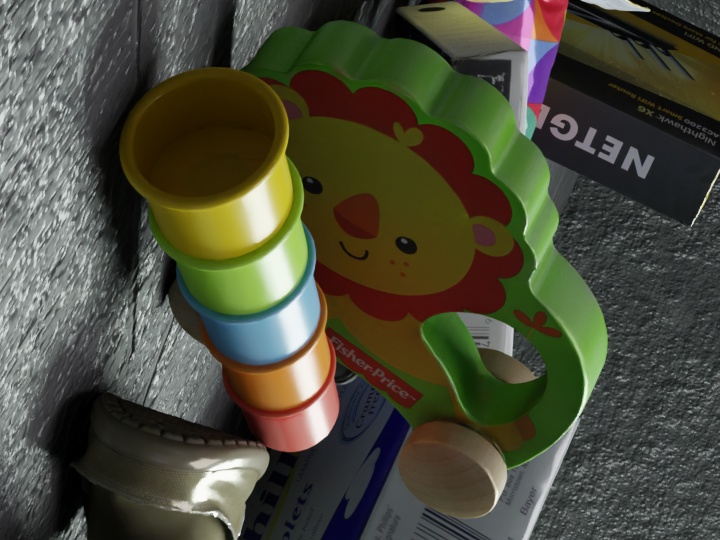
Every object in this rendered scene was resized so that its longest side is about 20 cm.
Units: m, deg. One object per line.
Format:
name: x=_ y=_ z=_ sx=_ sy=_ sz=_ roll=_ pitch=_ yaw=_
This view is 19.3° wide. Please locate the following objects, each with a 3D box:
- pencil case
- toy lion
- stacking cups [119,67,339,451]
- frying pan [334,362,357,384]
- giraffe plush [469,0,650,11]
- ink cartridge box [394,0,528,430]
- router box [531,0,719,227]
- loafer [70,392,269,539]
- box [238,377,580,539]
pencil case: x=0.074 y=-0.141 z=1.176 sx=0.088 sy=0.088 sz=0.202 roll=-31 pitch=136 yaw=-77
toy lion: x=0.019 y=-0.007 z=0.868 sx=0.192 sy=0.199 sz=0.069 roll=-46 pitch=-170 yaw=51
stacking cups: x=-0.042 y=0.010 z=0.801 sx=0.201 sy=0.060 sz=0.061 roll=79 pitch=33 yaw=-54
frying pan: x=-0.004 y=0.015 z=1.014 sx=0.190 sy=0.031 sz=0.116 roll=-127 pitch=-137 yaw=-56
giraffe plush: x=0.105 y=-0.223 z=1.041 sx=0.200 sy=0.171 sz=0.164 roll=9 pitch=83 yaw=-72
ink cartridge box: x=0.040 y=-0.028 z=1.055 sx=0.200 sy=0.043 sz=0.200 roll=-115 pitch=-154 yaw=-74
router box: x=0.137 y=-0.122 z=1.296 sx=0.052 sy=0.199 sz=0.157 roll=-68 pitch=174 yaw=33
loafer: x=-0.081 y=0.100 z=0.896 sx=0.200 sy=0.075 sz=0.069 roll=76 pitch=32 yaw=-78
box: x=0.008 y=0.145 z=1.248 sx=0.200 sy=0.105 sz=0.185 roll=-13 pitch=-132 yaw=63
